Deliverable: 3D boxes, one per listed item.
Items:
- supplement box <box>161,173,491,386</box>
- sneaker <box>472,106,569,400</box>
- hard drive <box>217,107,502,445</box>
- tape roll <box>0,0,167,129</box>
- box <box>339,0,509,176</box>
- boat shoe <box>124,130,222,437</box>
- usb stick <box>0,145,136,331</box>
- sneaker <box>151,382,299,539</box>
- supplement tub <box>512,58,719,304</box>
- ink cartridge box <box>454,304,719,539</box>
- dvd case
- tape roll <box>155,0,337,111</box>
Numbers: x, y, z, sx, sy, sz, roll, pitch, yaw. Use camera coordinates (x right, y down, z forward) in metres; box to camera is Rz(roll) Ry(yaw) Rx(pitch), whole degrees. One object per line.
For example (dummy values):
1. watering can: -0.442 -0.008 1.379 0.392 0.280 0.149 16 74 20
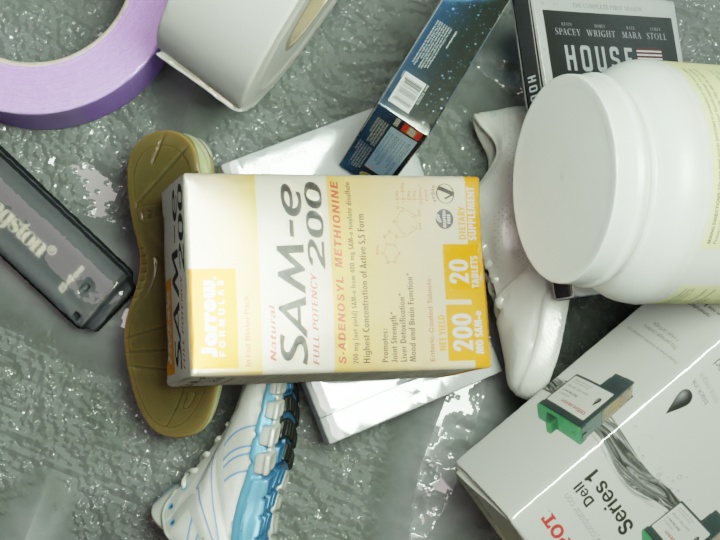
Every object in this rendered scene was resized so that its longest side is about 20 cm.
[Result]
1. supplement box: -0.023 0.006 0.984 0.198 0.073 0.127 -1 83 -20
2. sneaker: 0.099 -0.013 1.051 0.088 0.075 0.202 6 76 -2
3. hard drive: 0.000 0.000 1.054 0.131 0.027 0.201 -21 87 -13
4. tape roll: -0.216 -0.199 1.040 0.198 0.066 0.202 0 86 -5
5. box: 0.062 -0.157 1.005 0.038 0.137 0.201 32 75 -2
6. boat shoe: -0.117 0.009 1.039 0.073 0.063 0.202 -6 89 17
7. usb stick: -0.237 -0.041 1.043 0.200 0.033 0.055 43 84 -1
8. sneaker: -0.093 0.143 1.025 0.086 0.075 0.202 8 79 13
9. supplement tub: 0.208 -0.052 0.940 0.198 0.145 0.146 1 86 -23
10. ink cartridge box: 0.183 0.127 1.010 0.200 0.084 0.146 -40 120 -6
11. dvd case: 0.172 -0.085 1.041 0.150 0.025 0.202 -5 86 -40
12. tape roll: -0.046 -0.202 0.985 0.071 0.202 0.203 35 84 -2
